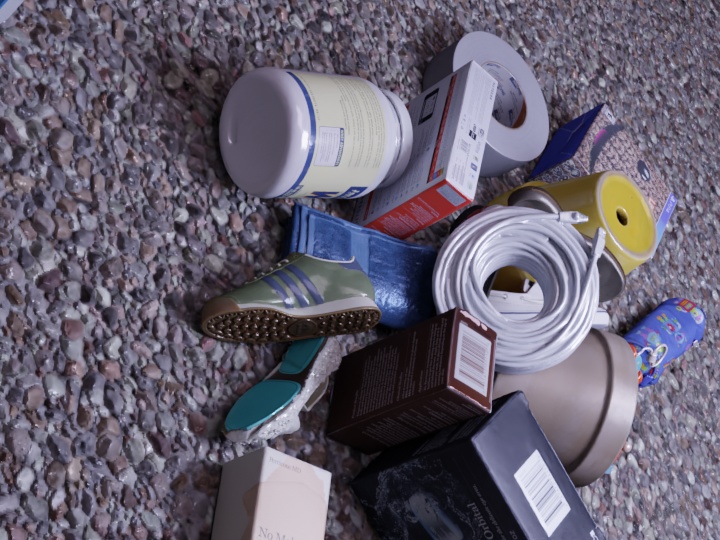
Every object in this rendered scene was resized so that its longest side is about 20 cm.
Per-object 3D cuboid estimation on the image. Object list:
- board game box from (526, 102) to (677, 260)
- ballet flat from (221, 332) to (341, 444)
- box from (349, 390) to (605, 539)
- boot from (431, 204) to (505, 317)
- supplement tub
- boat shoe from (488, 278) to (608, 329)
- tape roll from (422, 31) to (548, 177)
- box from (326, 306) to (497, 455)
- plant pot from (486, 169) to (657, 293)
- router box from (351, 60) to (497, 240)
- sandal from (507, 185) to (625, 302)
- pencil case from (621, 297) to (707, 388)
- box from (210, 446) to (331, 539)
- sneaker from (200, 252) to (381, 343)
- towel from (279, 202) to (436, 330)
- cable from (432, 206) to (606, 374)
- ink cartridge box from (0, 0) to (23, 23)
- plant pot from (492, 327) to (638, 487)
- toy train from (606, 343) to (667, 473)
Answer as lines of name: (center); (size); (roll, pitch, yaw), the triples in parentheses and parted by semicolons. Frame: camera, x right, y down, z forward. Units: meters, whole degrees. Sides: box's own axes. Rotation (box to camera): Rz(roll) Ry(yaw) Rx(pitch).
board game box: (0.369, -0.120, 1.810); (0.200, 0.096, 0.160); (49, 45, -14)
ballet flat: (-0.073, 0.135, 1.288); (0.072, 0.071, 0.200); (52, 44, -11)
box: (0.127, 0.267, 1.315); (0.117, 0.199, 0.198); (-34, 94, -47)
boot: (0.121, 0.005, 1.533); (0.072, 0.144, 0.201); (34, 87, -12)
supplement tub: (-0.049, -0.157, 1.390); (0.199, 0.144, 0.147); (-3, 72, -44)
boat shoe: (0.226, 0.045, 1.557); (0.197, 0.071, 0.071); (0, 77, -2)
tape roll: (0.181, -0.237, 1.709); (0.199, 0.066, 0.203); (20, 58, -36)
box: (0.055, 0.126, 1.314); (0.075, 0.199, 0.101); (32, 52, -31)
plant pot: (0.292, -0.043, 1.633); (0.199, 0.188, 0.203); (20, 58, -35)
router box: (0.078, -0.140, 1.480); (0.049, 0.179, 0.202); (35, 51, -26)
sandal: (0.259, -0.024, 1.514); (0.200, 0.081, 0.055); (47, 33, -22)
pencil case: (0.448, 0.108, 1.789); (0.087, 0.078, 0.199); (46, 42, 15)
box: (-0.095, 0.288, 1.179); (0.094, 0.077, 0.202); (26, 55, -32)
sneaker: (-0.080, 0.024, 1.307); (0.198, 0.067, 0.091); (-2, 54, -16)
towel: (0.000, 0.000, 1.408); (0.198, 0.048, 0.113); (19, 59, -24)
cable: (0.182, 0.022, 1.410); (0.197, 0.069, 0.202); (10, 72, 2)
ink cartridge box: (-0.399, -0.336, 1.138); (0.200, 0.144, 0.085); (50, 45, -14)
plant pot: (0.220, 0.152, 1.490); (0.172, 0.200, 0.202); (18, 57, -18)
toy train: (0.332, 0.178, 1.601); (0.149, 0.055, 0.202); (-1, 116, -48)
